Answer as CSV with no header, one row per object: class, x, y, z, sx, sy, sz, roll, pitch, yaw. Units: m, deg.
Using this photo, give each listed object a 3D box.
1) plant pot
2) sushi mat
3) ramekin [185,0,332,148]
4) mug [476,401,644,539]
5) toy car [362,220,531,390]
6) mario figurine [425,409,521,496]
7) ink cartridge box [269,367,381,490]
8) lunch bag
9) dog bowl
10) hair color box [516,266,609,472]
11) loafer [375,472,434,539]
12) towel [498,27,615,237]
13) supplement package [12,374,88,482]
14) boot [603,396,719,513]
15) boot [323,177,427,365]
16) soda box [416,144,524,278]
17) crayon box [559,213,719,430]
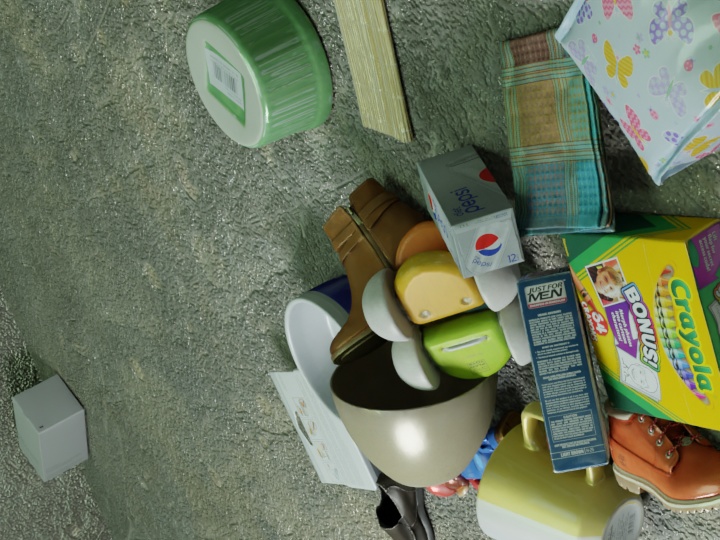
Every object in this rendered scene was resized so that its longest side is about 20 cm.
plant pot,0.072,0.178,1.864,0.200,0.200,0.135,21,126,52
sushi mat,0.011,-0.247,1.796,0.096,0.012,0.201,26,137,51
ramekin,-0.132,-0.251,1.947,0.200,0.098,0.200,42,148,34
mug,0.226,0.256,1.752,0.153,0.150,0.187,24,167,39
toy car,0.106,0.029,1.757,0.150,0.174,0.200,-89,-25,-49
mario figurine,0.154,0.223,1.962,0.200,0.106,0.124,-23,60,53
ink cartridge box,-0.043,0.227,2.320,0.173,0.043,0.201,-7,110,63
lunch bag,0.269,-0.193,1.271,0.170,0.127,0.200,57,163,13
dog bowl,-0.014,0.110,2.114,0.200,0.079,0.201,42,147,35
hair color box,0.211,0.100,1.623,0.100,0.060,0.201,-19,-82,-80
loafer,0.053,0.352,2.239,0.073,0.071,0.201,29,139,47
towel,0.186,-0.133,1.523,0.147,0.022,0.201,-3,96,60
supplement package,-0.695,0.355,3.510,0.121,0.120,0.200,48,151,28
boot,0.321,0.182,1.604,0.200,0.075,0.108,11,121,58
boot,0.000,0.000,1.876,0.155,0.200,0.077,46,-167,20
soda box,0.113,-0.065,1.641,0.200,0.068,0.064,-109,3,-66
crayon box,0.294,0.047,1.522,0.172,0.058,0.201,8,121,57
